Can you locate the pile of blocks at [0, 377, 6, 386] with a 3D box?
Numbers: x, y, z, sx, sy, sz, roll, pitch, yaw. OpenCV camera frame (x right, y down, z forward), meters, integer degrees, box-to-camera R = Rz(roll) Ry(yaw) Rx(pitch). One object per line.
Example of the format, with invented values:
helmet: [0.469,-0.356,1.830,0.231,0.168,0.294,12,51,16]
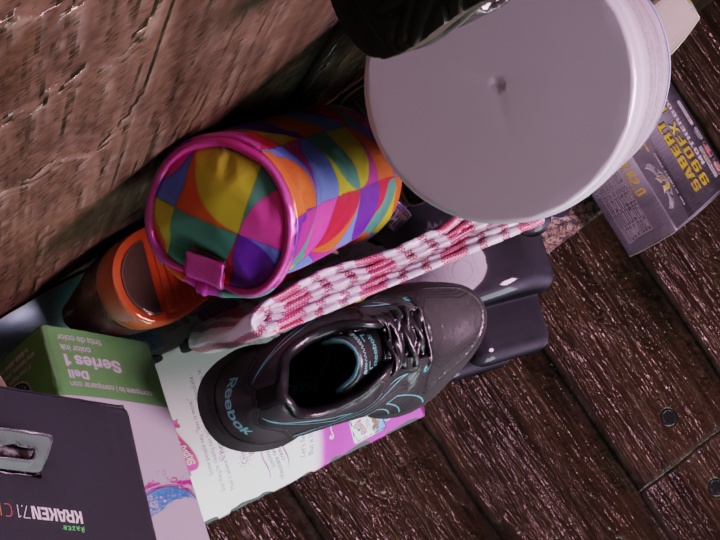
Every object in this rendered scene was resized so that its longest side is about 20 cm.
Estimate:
pile of blocks: [-0.247,0.100,0.833,0.200,0.062,0.082,-41,170,38]

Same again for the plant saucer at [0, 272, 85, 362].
plant saucer: [-0.228,0.063,0.982,0.199,0.028,0.200,-35,179,0]

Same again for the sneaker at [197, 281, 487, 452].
sneaker: [0.006,0.054,0.917,0.199,0.076,0.079,-22,179,-34]

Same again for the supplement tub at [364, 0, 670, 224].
supplement tub: [0.086,-0.098,0.806,0.132,0.132,0.200,-35,179,16]

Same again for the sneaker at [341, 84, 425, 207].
sneaker: [0.053,-0.103,0.998,0.199,0.081,0.083,-35,-176,2]

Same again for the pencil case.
pencil case: [-0.038,-0.037,0.830,0.088,0.089,0.200,-35,176,19]

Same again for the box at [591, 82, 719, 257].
box: [0.206,-0.126,1.277,0.048,0.201,0.158,-32,179,32]

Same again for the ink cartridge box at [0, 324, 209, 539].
ink cartridge box: [-0.161,0.155,0.869,0.145,0.201,0.084,-39,147,28]

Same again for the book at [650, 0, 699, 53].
book: [0.156,-0.156,1.063,0.133,0.048,0.200,-42,-165,18]

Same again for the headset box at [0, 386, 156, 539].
headset box: [-0.217,0.131,0.748,0.200,0.093,0.173,-36,148,31]

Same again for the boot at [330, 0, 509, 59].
boot: [0.100,-0.151,0.574,0.199,0.073,0.181,-26,-172,-33]

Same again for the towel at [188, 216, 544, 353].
towel: [0.000,0.000,0.941,0.199,0.030,0.146,-22,180,-22]

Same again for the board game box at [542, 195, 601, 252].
board game box: [0.107,-0.081,1.289,0.200,0.160,0.097,-34,178,-44]

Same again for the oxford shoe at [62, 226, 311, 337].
oxford shoe: [-0.097,-0.011,0.962,0.073,0.072,0.199,-23,179,41]

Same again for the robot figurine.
robot figurine: [0.062,-0.028,1.113,0.149,0.202,0.125,-21,171,12]

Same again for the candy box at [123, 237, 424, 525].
candy box: [-0.065,0.071,1.050,0.199,0.137,0.061,-24,-149,-20]
